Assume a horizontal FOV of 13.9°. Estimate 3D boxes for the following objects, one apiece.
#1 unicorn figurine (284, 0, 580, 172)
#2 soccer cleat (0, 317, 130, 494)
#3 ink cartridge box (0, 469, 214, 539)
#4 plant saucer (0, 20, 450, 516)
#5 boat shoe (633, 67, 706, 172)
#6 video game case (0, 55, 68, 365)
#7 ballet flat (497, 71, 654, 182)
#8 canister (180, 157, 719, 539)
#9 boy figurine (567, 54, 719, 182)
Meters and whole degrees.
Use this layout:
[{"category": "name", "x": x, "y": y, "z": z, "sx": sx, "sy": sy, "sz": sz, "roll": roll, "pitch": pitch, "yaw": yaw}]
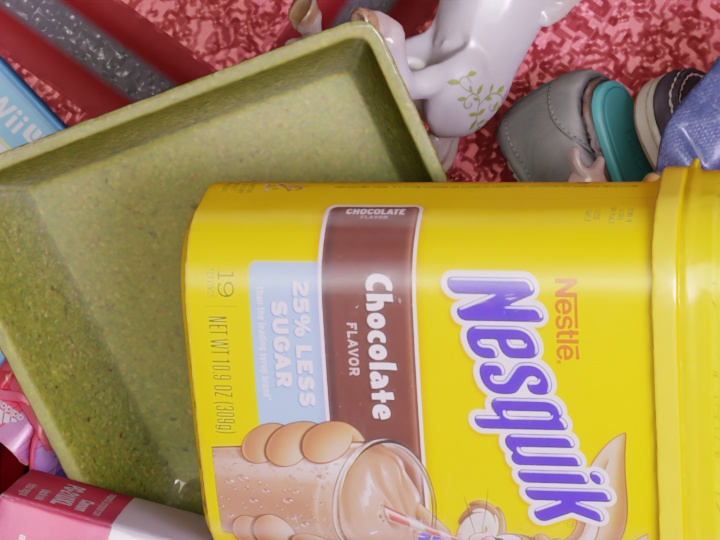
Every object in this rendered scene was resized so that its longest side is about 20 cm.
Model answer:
[{"category": "unicorn figurine", "x": 0.060, "y": -0.118, "z": 1.188, "sx": 0.137, "sy": 0.074, "sz": 0.200, "roll": 25, "pitch": 118, "yaw": -39}, {"category": "soccer cleat", "x": -0.122, "y": 0.044, "z": 1.234, "sx": 0.068, "sy": 0.073, "sz": 0.201, "roll": 26, "pitch": 105, "yaw": 33}, {"category": "ink cartridge box", "x": -0.058, "y": 0.177, "z": 1.155, "sx": 0.199, "sy": 0.084, "sz": 0.146, "roll": 15, "pitch": 93, "yaw": 2}, {"category": "plant saucer", "x": -0.041, "y": 0.011, "z": 1.171, "sx": 0.199, "sy": 0.048, "sz": 0.201, "roll": -19, "pitch": 111, "yaw": 17}, {"category": "boat shoe", "x": 0.201, "y": -0.019, "z": 1.227, "sx": 0.200, "sy": 0.072, "sz": 0.065, "roll": 43, "pitch": 133, "yaw": -7}, {"category": "video game case", "x": -0.209, "y": -0.004, "z": 1.283, "sx": 0.200, "sy": 0.018, "sz": 0.143, "roll": -44, "pitch": 89, "yaw": 3}, {"category": "ballet flat", "x": 0.114, "y": 0.015, "z": 1.250, "sx": 0.063, "sy": 0.067, "sz": 0.201, "roll": -22, "pitch": 90, "yaw": 30}, {"category": "canister", "x": 0.041, "y": 0.037, "z": 1.096, "sx": 0.199, "sy": 0.087, "sz": 0.149, "roll": 0, "pitch": 114, "yaw": 11}, {"category": "boy figurine", "x": 0.130, "y": -0.004, "z": 1.171, "sx": 0.124, "sy": 0.064, "sz": 0.201, "roll": 29, "pitch": 93, "yaw": 2}]
